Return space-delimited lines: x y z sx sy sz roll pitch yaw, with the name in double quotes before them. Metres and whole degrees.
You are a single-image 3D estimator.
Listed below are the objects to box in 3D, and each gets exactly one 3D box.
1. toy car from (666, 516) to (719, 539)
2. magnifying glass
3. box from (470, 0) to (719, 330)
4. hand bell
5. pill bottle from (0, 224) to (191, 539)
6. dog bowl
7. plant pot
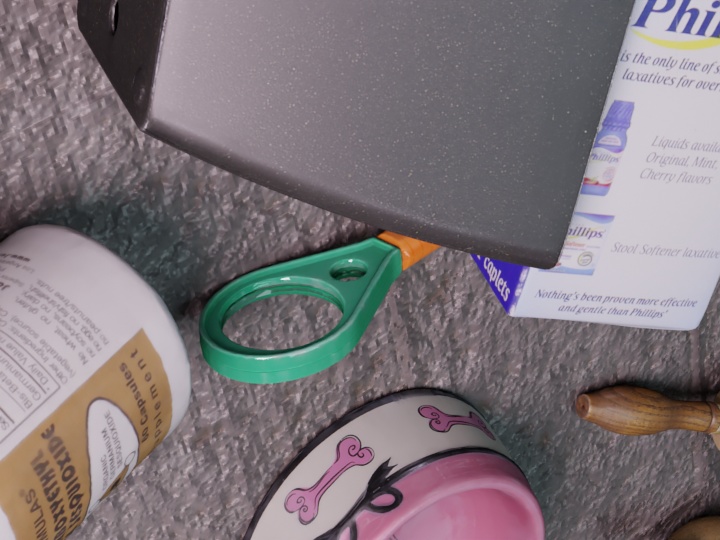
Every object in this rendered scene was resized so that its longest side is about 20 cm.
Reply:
"toy car" 0.271 0.238 1.179 0.198 0.159 0.165 5 134 -23
"magnifying glass" 0.000 0.000 0.849 0.199 0.079 0.023 -31 130 -35
"box" 0.107 -0.107 0.745 0.104 0.184 0.202 4 121 -22
"hand bell" 0.228 0.100 1.104 0.198 0.104 0.105 6 113 -29
"pill bottle" -0.170 0.079 0.675 0.200 0.113 0.115 -45 141 -40
"dog bowl" 0.026 0.175 0.975 0.199 0.074 0.202 -21 128 -29
"plant pot" -0.011 -0.136 0.669 0.175 0.200 0.202 4 116 -25
